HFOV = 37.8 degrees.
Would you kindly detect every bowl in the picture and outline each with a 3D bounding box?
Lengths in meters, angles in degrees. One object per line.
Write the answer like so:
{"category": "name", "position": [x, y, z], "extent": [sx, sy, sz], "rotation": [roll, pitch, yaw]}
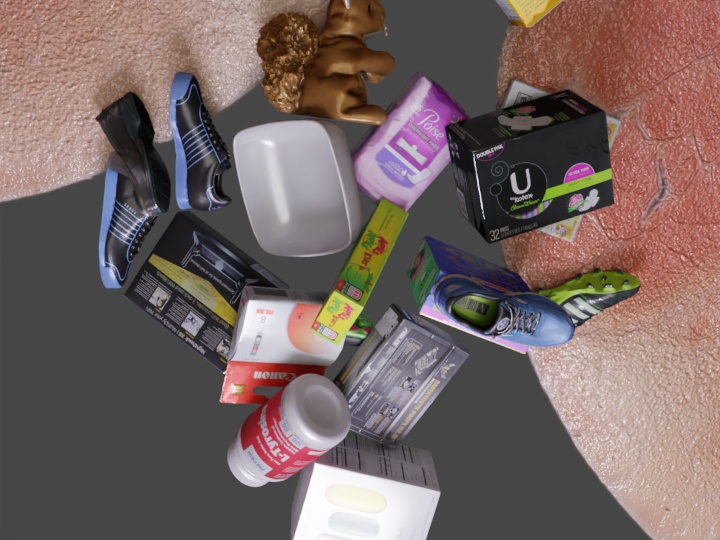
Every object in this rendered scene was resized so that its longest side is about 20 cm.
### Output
{"category": "bowl", "position": [-0.082, -0.125, 1.533], "extent": [0.199, 0.075, 0.201], "rotation": [-2, 107, 38]}

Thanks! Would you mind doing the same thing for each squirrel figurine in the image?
{"category": "squirrel figurine", "position": [-0.049, -0.311, 1.490], "extent": [0.198, 0.142, 0.188], "rotation": [6, 98, -7]}

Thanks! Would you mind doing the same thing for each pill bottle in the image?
{"category": "pill bottle", "position": [-0.113, 0.245, 1.568], "extent": [0.112, 0.113, 0.200], "rotation": [40, 130, -12]}

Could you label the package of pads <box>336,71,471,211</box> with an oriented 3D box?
{"category": "package of pads", "position": [0.070, -0.181, 1.558], "extent": [0.120, 0.076, 0.200], "rotation": [39, 100, -15]}

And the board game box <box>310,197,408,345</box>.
{"category": "board game box", "position": [0.000, 0.000, 1.501], "extent": [0.047, 0.201, 0.102], "rotation": [29, 138, -3]}

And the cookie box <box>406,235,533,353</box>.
{"category": "cookie box", "position": [0.165, 0.032, 1.554], "extent": [0.170, 0.200, 0.076], "rotation": [22, 103, -8]}

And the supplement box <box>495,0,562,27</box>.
{"category": "supplement box", "position": [0.210, -0.455, 1.476], "extent": [0.109, 0.109, 0.200], "rotation": [-38, 104, 7]}

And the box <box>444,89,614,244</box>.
{"category": "box", "position": [0.242, -0.151, 1.502], "extent": [0.199, 0.124, 0.149], "rotation": [-18, 118, -7]}

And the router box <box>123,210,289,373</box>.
{"category": "router box", "position": [-0.232, 0.031, 1.584], "extent": [0.200, 0.052, 0.158], "rotation": [37, 100, 5]}

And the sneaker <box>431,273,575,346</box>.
{"category": "sneaker", "position": [0.195, 0.067, 1.415], "extent": [0.199, 0.089, 0.079], "rotation": [14, 106, -7]}

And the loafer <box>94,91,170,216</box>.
{"category": "loafer", "position": [-0.326, -0.158, 1.509], "extent": [0.072, 0.073, 0.201], "rotation": [-24, 63, 6]}

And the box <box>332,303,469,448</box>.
{"category": "box", "position": [0.052, 0.166, 1.629], "extent": [0.158, 0.048, 0.200], "rotation": [28, 104, -38]}

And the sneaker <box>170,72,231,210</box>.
{"category": "sneaker", "position": [-0.229, -0.187, 1.531], "extent": [0.077, 0.070, 0.202], "rotation": [0, 107, 7]}

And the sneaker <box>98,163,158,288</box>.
{"category": "sneaker", "position": [-0.342, -0.067, 1.569], "extent": [0.077, 0.070, 0.202], "rotation": [7, 103, 2]}

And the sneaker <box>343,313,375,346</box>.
{"category": "sneaker", "position": [-0.069, 0.109, 1.637], "extent": [0.198, 0.077, 0.084], "rotation": [-5, 119, 4]}

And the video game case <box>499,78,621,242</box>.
{"category": "video game case", "position": [0.277, -0.165, 1.601], "extent": [0.181, 0.023, 0.201], "rotation": [19, 102, -8]}

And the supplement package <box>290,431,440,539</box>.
{"category": "supplement package", "position": [0.004, 0.358, 1.657], "extent": [0.199, 0.151, 0.153], "rotation": [14, 104, -7]}

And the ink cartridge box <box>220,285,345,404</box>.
{"category": "ink cartridge box", "position": [-0.112, 0.124, 1.551], "extent": [0.161, 0.050, 0.201], "rotation": [5, 113, -21]}

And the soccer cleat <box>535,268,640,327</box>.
{"category": "soccer cleat", "position": [0.340, 0.053, 1.646], "extent": [0.199, 0.068, 0.081], "rotation": [-15, 123, 2]}
